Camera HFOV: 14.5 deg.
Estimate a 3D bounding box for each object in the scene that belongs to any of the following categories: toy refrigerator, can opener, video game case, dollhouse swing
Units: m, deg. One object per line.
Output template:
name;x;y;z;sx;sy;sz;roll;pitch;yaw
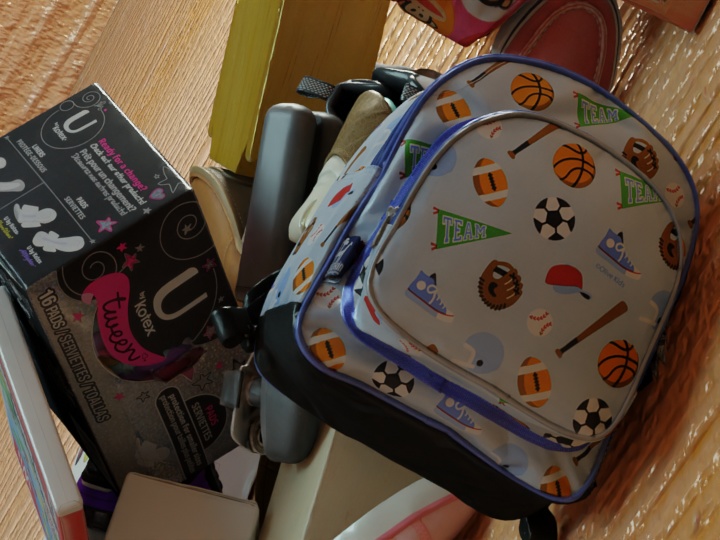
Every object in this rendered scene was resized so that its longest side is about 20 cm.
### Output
toy refrigerator;-0.011;0.147;1.592;0.076;0.070;0.201;-33;37;60
can opener;-0.033;0.008;1.602;0.067;0.053;0.201;7;87;38
video game case;-0.181;0.115;1.629;0.200;0.017;0.144;91;158;-62
dollhouse swing;0.013;-0.138;1.820;0.200;0.175;0.183;-149;72;-77

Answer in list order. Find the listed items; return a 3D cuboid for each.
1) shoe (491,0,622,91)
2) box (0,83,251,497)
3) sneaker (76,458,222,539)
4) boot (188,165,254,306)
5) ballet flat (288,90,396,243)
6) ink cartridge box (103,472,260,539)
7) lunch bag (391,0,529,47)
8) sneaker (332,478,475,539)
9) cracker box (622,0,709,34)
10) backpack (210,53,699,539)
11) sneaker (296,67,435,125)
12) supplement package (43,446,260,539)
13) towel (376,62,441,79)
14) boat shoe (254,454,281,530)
shoe;0.093;-0.060;1.542;0.091;0.071;0.201;-100;31;-65
box;-0.142;0.017;1.646;0.114;0.201;0.132;-32;46;-12
sneaker;-0.113;0.142;1.803;0.200;0.069;0.100;20;-95;-62
boot;-0.076;0.019;1.806;0.200;0.076;0.156;20;97;63
ballet flat;0.000;0.000;1.565;0.068;0.072;0.201;156;106;-68
ink cartridge box;-0.113;0.229;1.657;0.200;0.083;0.146;90;-164;-62
lunch bag;0.086;-0.229;1.568;0.201;0.082;0.176;-56;10;13
sneaker;0.002;0.194;1.478;0.200;0.105;0.075;-37;-11;0
cracker box;0.169;-0.223;1.538;0.134;0.057;0.200;-62;14;15
backpack;0.064;-0.003;1.321;0.154;0.199;0.191;-28;33;61
sneaker;0.019;-0.074;1.683;0.200;0.139;0.078;-35;32;63
supplement package;-0.141;0.144;2.004;0.201;0.109;0.114;-69;14;-14
towel;-0.016;-0.052;1.885;0.192;0.032;0.200;-61;17;-3
boat shoe;-0.009;0.080;1.716;0.066;0.074;0.201;42;-113;-79
